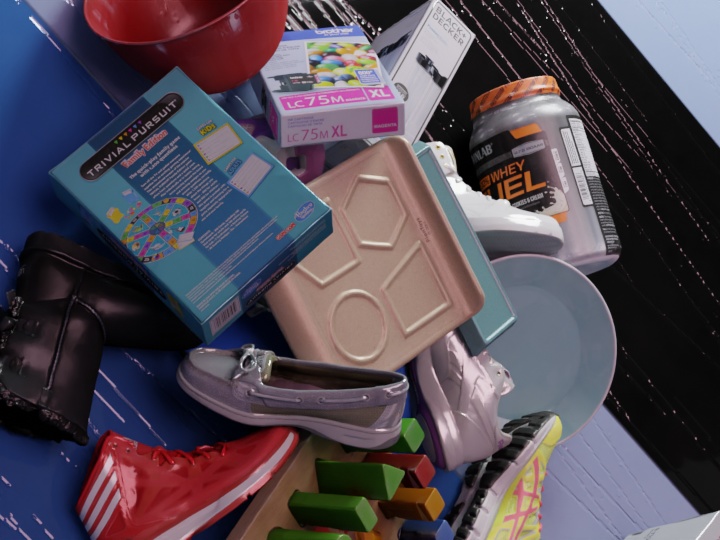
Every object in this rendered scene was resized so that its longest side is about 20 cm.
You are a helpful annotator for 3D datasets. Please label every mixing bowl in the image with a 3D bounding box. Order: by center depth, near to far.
[{"bbox_3d":[-0.143,-0.234,1.702,0.201,0.198,0.109,-61,141,-34],"label":"mixing bowl"}]

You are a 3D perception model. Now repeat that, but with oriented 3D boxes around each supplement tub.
[{"bbox_3d":[0.185,-0.090,1.912,0.122,0.122,0.202,-10,78,-38],"label":"supplement tub"}]

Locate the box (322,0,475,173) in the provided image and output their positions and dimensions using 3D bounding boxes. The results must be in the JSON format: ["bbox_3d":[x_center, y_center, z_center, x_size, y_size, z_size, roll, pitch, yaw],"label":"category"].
[{"bbox_3d":[0.025,-0.165,1.827,0.060,0.116,0.201,40,53,-17],"label":"box"}]

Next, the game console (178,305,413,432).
[{"bbox_3d":[-0.057,0.111,1.727,0.170,0.119,0.199,41,46,22],"label":"game console"}]

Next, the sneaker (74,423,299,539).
[{"bbox_3d":[-0.154,0.163,1.574,0.199,0.078,0.116,-38,93,-21],"label":"sneaker"}]

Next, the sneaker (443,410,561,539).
[{"bbox_3d":[0.145,0.227,1.797,0.090,0.078,0.201,42,68,-19],"label":"sneaker"}]

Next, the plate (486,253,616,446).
[{"bbox_3d":[0.159,0.082,1.846,0.198,0.026,0.203,-1,96,-12],"label":"plate"}]

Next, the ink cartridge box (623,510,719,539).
[{"bbox_3d":[0.325,0.367,1.831,0.145,0.144,0.201,-40,97,-38],"label":"ink cartridge box"}]

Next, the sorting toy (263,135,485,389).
[{"bbox_3d":[0.000,0.000,1.675,0.199,0.036,0.186,-32,99,-30],"label":"sorting toy"}]

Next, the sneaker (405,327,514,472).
[{"bbox_3d":[0.091,0.087,1.785,0.099,0.075,0.202,-12,90,-14],"label":"sneaker"}]

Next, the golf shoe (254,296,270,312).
[{"bbox_3d":[-0.089,-0.015,1.664,0.198,0.077,0.089,21,100,-23],"label":"golf shoe"}]

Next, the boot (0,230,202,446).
[{"bbox_3d":[-0.229,0.072,1.580,0.197,0.073,0.164,25,58,-19],"label":"boot"}]

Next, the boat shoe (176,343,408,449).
[{"bbox_3d":[-0.058,0.096,1.590,0.200,0.065,0.075,15,26,7],"label":"boat shoe"}]

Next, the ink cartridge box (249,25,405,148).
[{"bbox_3d":[-0.040,-0.181,1.738,0.118,0.042,0.200,-7,31,-13],"label":"ink cartridge box"}]

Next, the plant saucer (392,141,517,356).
[{"bbox_3d":[0.087,-0.022,1.750,0.070,0.019,0.201,-36,101,-42],"label":"plant saucer"}]

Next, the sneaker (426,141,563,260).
[{"bbox_3d":[0.103,-0.075,1.837,0.198,0.074,0.117,4,64,0],"label":"sneaker"}]

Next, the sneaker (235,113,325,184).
[{"bbox_3d":[-0.135,-0.093,1.714,0.199,0.081,0.088,-23,42,-22],"label":"sneaker"}]

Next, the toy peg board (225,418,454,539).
[{"bbox_3d":[0.009,0.240,1.637,0.201,0.097,0.200,-54,126,-36],"label":"toy peg board"}]

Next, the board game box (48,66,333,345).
[{"bbox_3d":[-0.144,-0.058,1.589,0.151,0.047,0.200,-41,70,-17],"label":"board game box"}]
